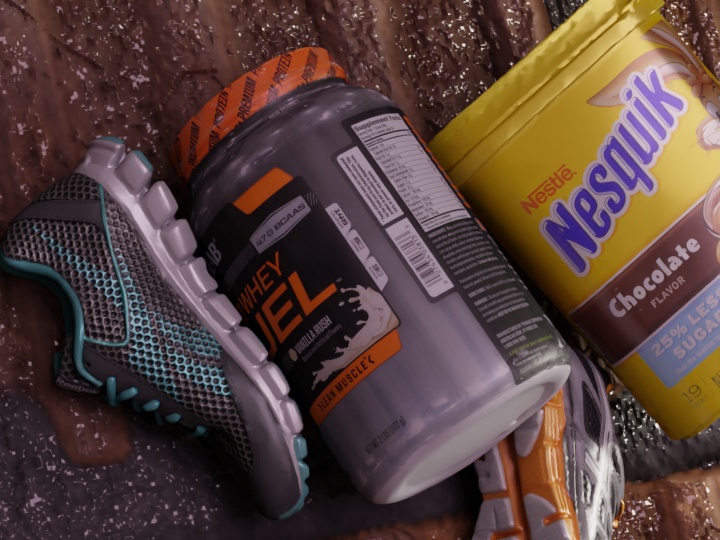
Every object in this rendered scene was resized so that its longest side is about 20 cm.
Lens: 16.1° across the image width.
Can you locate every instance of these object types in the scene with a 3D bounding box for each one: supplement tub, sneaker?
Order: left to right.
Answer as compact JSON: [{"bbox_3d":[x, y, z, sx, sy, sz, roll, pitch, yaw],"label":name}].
[{"bbox_3d":[-0.100,0.041,1.204,0.091,0.078,0.201,-33,87,-16],"label":"sneaker"},{"bbox_3d":[0.000,0.000,1.219,0.122,0.123,0.201,-26,74,-32],"label":"supplement tub"},{"bbox_3d":[0.099,0.126,1.271,0.077,0.078,0.202,14,73,-44],"label":"sneaker"}]

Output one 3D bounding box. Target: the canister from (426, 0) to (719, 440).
[{"bbox_3d":[0.148,-0.032,1.306,0.148,0.087,0.200,-41,88,-3],"label":"canister"}]
